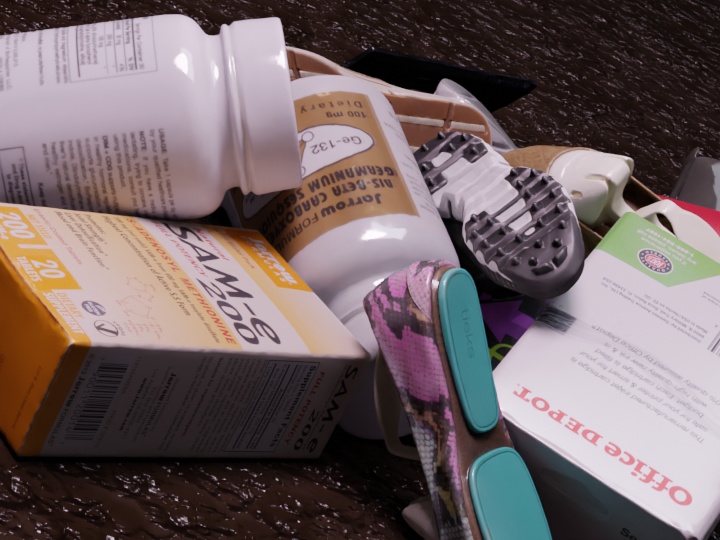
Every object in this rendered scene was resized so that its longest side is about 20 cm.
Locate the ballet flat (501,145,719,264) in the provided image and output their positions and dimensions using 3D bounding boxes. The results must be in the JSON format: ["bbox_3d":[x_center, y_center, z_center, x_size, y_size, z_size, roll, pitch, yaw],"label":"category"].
[{"bbox_3d":[0.171,-0.028,1.261,0.200,0.072,0.068,38,64,13],"label":"ballet flat"}]

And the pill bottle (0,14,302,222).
[{"bbox_3d":[-0.136,-0.080,1.124,0.198,0.114,0.114,-7,27,-3],"label":"pill bottle"}]

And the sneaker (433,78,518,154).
[{"bbox_3d":[0.107,-0.054,1.524,0.200,0.080,0.070,41,9,-19],"label":"sneaker"}]

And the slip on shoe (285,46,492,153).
[{"bbox_3d":[-0.013,-0.097,1.316,0.198,0.077,0.061,8,-6,-22],"label":"slip on shoe"}]

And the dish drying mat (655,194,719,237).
[{"bbox_3d":[0.208,-0.014,1.315,0.198,0.018,0.077,14,52,0],"label":"dish drying mat"}]

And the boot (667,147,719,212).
[{"bbox_3d":[0.277,0.012,1.358,0.199,0.078,0.139,34,58,-2],"label":"boot"}]

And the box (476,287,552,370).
[{"bbox_3d":[0.150,0.065,1.265,0.199,0.036,0.143,26,42,5],"label":"box"}]

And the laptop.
[{"bbox_3d":[0.001,-0.160,1.579,0.176,0.199,0.104,5,67,-42],"label":"laptop"}]

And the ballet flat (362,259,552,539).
[{"bbox_3d":[0.047,0.096,1.067,0.069,0.071,0.202,-11,84,-56],"label":"ballet flat"}]

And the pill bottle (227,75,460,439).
[{"bbox_3d":[-0.004,-0.007,1.188,0.114,0.115,0.201,10,43,-36],"label":"pill bottle"}]

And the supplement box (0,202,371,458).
[{"bbox_3d":[-0.111,0.032,1.064,0.199,0.074,0.126,5,31,-44],"label":"supplement box"}]

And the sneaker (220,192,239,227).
[{"bbox_3d":[-0.064,-0.085,1.386,0.113,0.076,0.200,5,37,-45],"label":"sneaker"}]

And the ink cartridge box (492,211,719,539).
[{"bbox_3d":[0.160,0.078,1.168,0.145,0.084,0.200,32,47,14],"label":"ink cartridge box"}]

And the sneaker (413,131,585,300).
[{"bbox_3d":[0.093,-0.017,1.215,0.091,0.066,0.200,56,-5,-28],"label":"sneaker"}]
